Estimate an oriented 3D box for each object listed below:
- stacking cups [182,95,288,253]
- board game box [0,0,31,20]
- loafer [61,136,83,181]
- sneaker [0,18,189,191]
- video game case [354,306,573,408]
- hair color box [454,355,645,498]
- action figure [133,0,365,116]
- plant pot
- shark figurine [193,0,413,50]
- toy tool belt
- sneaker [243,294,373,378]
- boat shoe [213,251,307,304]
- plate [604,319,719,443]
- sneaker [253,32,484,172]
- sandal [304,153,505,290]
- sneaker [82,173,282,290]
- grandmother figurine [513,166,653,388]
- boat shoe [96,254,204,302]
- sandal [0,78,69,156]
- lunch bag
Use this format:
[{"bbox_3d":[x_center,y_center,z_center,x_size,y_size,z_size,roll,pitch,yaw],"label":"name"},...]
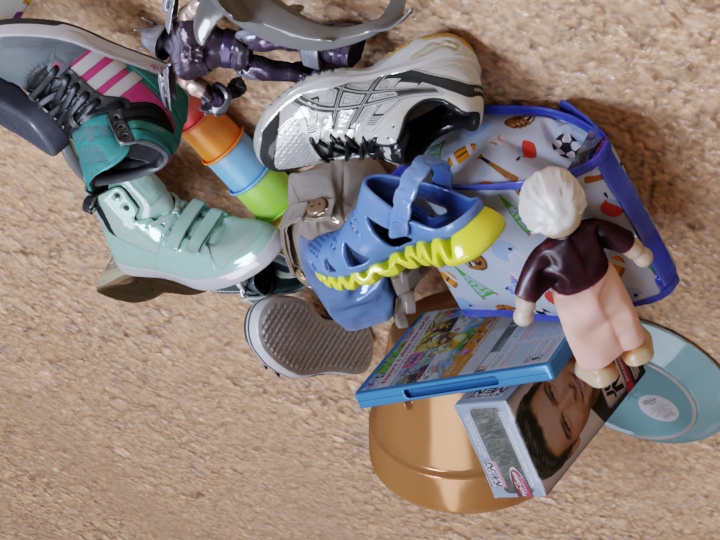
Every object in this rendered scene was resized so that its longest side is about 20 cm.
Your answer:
[{"bbox_3d":[-0.110,-0.105,1.745,0.060,0.061,0.200,-13,127,45],"label":"stacking cups"},{"bbox_3d":[-0.372,-0.243,1.681,0.103,0.105,0.200,39,146,-21],"label":"board game box"},{"bbox_3d":[-0.234,-0.107,1.824,0.069,0.075,0.200,-23,129,9],"label":"loafer"},{"bbox_3d":[-0.237,-0.132,1.605,0.199,0.121,0.084,15,144,-27],"label":"sneaker"},{"bbox_3d":[0.107,0.064,1.642,0.199,0.143,0.018,-11,113,35],"label":"video game case"},{"bbox_3d":[0.172,0.105,1.680,0.060,0.200,0.099,-7,115,42],"label":"hair color box"},{"bbox_3d":[-0.095,-0.184,1.585,0.199,0.069,0.131,10,130,8],"label":"action figure"},{"bbox_3d":[0.102,0.111,1.786,0.199,0.200,0.140,10,127,24],"label":"plant pot"},{"bbox_3d":[-0.068,-0.207,1.488,0.214,0.089,0.129,27,109,9],"label":"shark figurine"},{"bbox_3d":[0.000,0.000,1.713,0.124,0.123,0.200,-20,135,3],"label":"toy tool belt"},{"bbox_3d":[-0.070,0.070,1.879,0.079,0.079,0.200,3,170,32],"label":"sneaker"},{"bbox_3d":[-0.103,-0.002,1.871,0.200,0.062,0.073,-13,131,45],"label":"boat shoe"},{"bbox_3d":[0.259,0.113,1.813,0.199,0.026,0.200,19,146,13],"label":"plate"},{"bbox_3d":[0.006,-0.118,1.526,0.199,0.088,0.076,-24,147,14],"label":"sneaker"},{"bbox_3d":[0.026,-0.042,1.528,0.200,0.079,0.087,-17,110,43],"label":"sandal"},{"bbox_3d":[-0.171,-0.048,1.742,0.200,0.074,0.118,1,135,34],"label":"sneaker"},{"bbox_3d":[0.170,0.003,1.491,0.061,0.121,0.200,38,158,50],"label":"grandmother figurine"},{"bbox_3d":[-0.201,-0.013,1.915,0.072,0.065,0.200,22,160,-31],"label":"boat shoe"},{"bbox_3d":[-0.326,-0.163,1.775,0.200,0.043,0.076,34,162,40],"label":"sandal"},{"bbox_3d":[0.154,-0.049,1.570,0.199,0.124,0.170,4,141,42],"label":"lunch bag"}]
